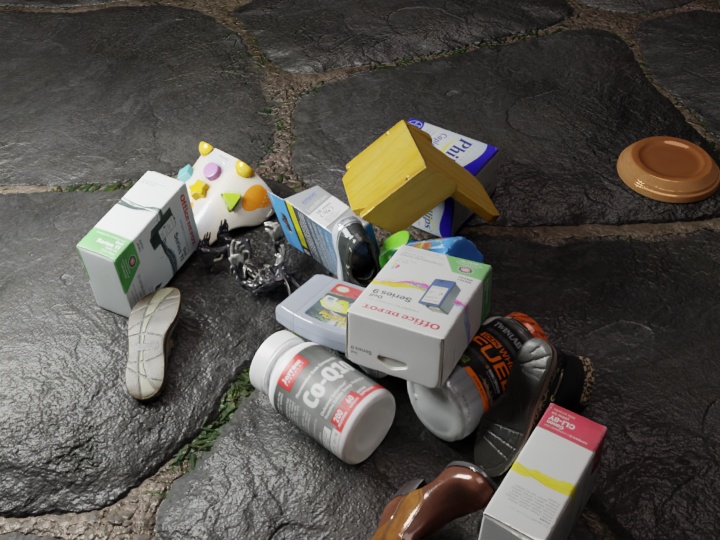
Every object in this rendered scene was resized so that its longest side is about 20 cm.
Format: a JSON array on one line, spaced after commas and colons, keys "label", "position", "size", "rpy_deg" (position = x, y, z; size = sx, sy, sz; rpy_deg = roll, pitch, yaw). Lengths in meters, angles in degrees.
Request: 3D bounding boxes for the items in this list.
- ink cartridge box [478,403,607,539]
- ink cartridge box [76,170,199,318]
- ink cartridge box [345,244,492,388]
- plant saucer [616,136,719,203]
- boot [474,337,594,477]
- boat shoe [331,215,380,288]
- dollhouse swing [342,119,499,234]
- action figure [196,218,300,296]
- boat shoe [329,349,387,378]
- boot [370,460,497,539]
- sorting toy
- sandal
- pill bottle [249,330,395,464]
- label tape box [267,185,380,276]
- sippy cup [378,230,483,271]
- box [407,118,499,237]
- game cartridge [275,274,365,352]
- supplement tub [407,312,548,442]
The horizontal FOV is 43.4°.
[{"label": "ink cartridge box", "position": [0.222, 0.290, 1.119], "size": [0.082, 0.147, 0.200], "rpy_deg": [23, 46, 23]}, {"label": "ink cartridge box", "position": [-0.360, -0.044, 1.495], "size": [0.082, 0.148, 0.201], "rpy_deg": [17, 51, 20]}, {"label": "ink cartridge box", "position": [0.084, 0.058, 1.254], "size": [0.143, 0.089, 0.200], "rpy_deg": [15, 36, 22]}, {"label": "plant saucer", "position": [0.604, -0.205, 1.767], "size": [0.196, 0.038, 0.202], "rpy_deg": [-1, 41, 1]}, {"label": "boot", "position": [0.246, 0.195, 1.259], "size": [0.073, 0.203, 0.149], "rpy_deg": [27, 9, 41]}, {"label": "boat shoe", "position": [0.000, 0.000, 1.416], "size": [0.068, 0.201, 0.057], "rpy_deg": [-30, 51, -10]}, {"label": "dollhouse swing", "position": [0.098, -0.121, 1.492], "size": [0.181, 0.176, 0.201], "rpy_deg": [-37, 30, 12]}, {"label": "action figure", "position": [-0.181, -0.022, 1.519], "size": [0.198, 0.103, 0.118], "rpy_deg": [23, 34, 27]}, {"label": "boat shoe", "position": [-0.024, 0.105, 1.399], "size": [0.071, 0.071, 0.201], "rpy_deg": [-18, 38, -18]}, {"label": "boot", "position": [0.059, 0.323, 1.078], "size": [0.187, 0.069, 0.200], "rpy_deg": [-21, 19, 47]}, {"label": "sorting toy", "position": [-0.286, -0.124, 1.659], "size": [0.198, 0.107, 0.181], "rpy_deg": [27, 67, 28]}, {"label": "sandal", "position": [-0.317, 0.117, 1.402], "size": [0.080, 0.055, 0.203], "rpy_deg": [-6, 55, 3]}, {"label": "pill bottle", "position": [-0.058, 0.174, 1.281], "size": [0.199, 0.115, 0.113], "rpy_deg": [30, 49, 30]}, {"label": "label tape box", "position": [-0.055, -0.064, 1.523], "size": [0.063, 0.145, 0.199], "rpy_deg": [-42, 54, -19]}, {"label": "sippy cup", "position": [0.121, 0.008, 1.410], "size": [0.176, 0.142, 0.129], "rpy_deg": [-3, -8, -43]}, {"label": "box", "position": [0.131, -0.174, 1.685], "size": [0.198, 0.106, 0.184], "rpy_deg": [24, 47, 24]}, {"label": "game cartridge", "position": [-0.020, 0.069, 1.352], "size": [0.197, 0.041, 0.133], "rpy_deg": [17, 36, 23]}, {"label": "supplement tub", "position": [0.174, 0.147, 1.302], "size": [0.198, 0.124, 0.122], "rpy_deg": [-29, 48, -29]}]
